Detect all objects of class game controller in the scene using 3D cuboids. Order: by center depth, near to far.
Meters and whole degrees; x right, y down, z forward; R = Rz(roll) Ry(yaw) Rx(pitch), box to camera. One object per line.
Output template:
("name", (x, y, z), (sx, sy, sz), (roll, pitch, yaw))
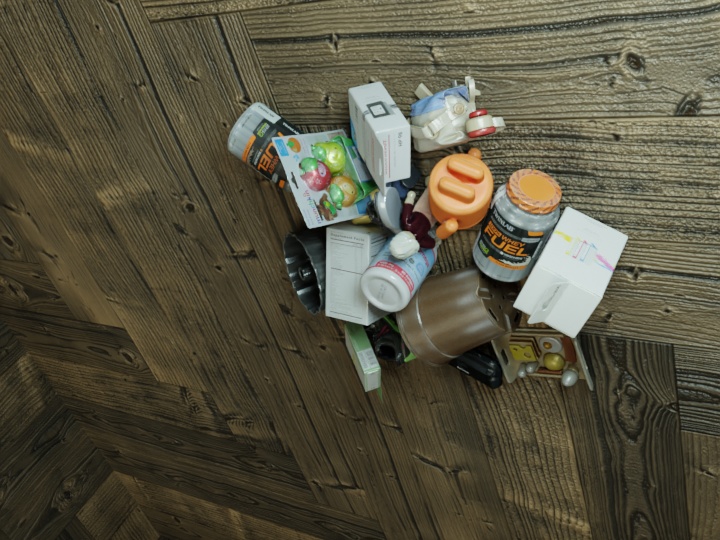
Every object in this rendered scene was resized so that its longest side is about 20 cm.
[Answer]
("game controller", (0.239, 0.202, 1.827), (0.200, 0.042, 0.104), (28, 157, 32))

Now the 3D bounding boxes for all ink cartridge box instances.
("ink cartridge box", (0.374, 0.011, 1.426), (0.125, 0.200, 0.129), (28, 141, 11))
("ink cartridge box", (0.041, -0.239, 1.439), (0.116, 0.067, 0.200), (86, 165, -44))
("ink cartridge box", (0.009, 0.232, 1.954), (0.200, 0.048, 0.146), (88, 161, -55))

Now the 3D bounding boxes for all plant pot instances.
("plant pot", (0.212, 0.082, 1.639), (0.198, 0.200, 0.200), (-22, 114, 39))

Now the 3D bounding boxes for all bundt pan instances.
("bundt pan", (-0.103, -0.004, 1.819), (0.202, 0.076, 0.202), (51, 152, 41))

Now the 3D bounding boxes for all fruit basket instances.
("fruit basket", (-0.061, -0.182, 1.515), (0.094, 0.200, 0.185), (-26, 83, 37))

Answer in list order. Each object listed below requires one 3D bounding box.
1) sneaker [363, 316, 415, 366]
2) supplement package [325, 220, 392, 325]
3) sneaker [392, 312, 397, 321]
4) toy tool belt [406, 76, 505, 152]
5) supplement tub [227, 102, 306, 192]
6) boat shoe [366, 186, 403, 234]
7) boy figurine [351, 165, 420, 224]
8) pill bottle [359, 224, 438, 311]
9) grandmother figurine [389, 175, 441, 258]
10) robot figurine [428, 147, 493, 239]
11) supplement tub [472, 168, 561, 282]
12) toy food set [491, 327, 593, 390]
("sneaker", (0.056, 0.163, 1.881), (0.200, 0.084, 0.077), (30, 151, 53))
("supplement package", (0.000, 0.000, 1.709), (0.114, 0.110, 0.200), (12, 110, 30))
("sneaker", (0.107, 0.085, 1.775), (0.104, 0.060, 0.200), (-16, 147, 32))
("toy tool belt", (0.153, -0.278, 1.361), (0.200, 0.125, 0.123), (-2, 102, 66))
("supplement tub", (-0.163, -0.244, 1.635), (0.200, 0.123, 0.123), (35, 141, 2))
("boat shoe", (0.044, -0.113, 1.515), (0.066, 0.070, 0.200), (5, 174, 15))
("boy figurine", (0.046, -0.147, 1.622), (0.124, 0.064, 0.200), (42, 142, -1))
("pill bottle", (0.089, -0.018, 1.610), (0.109, 0.200, 0.109), (20, 139, 19))
("grandmother figurine", (0.115, -0.092, 1.516), (0.121, 0.200, 0.061), (48, 140, -14))
("robot figurine", (0.180, -0.139, 1.441), (0.116, 0.144, 0.200), (-15, 168, 3))
("supplement tub", (0.289, -0.083, 1.459), (0.122, 0.123, 0.200), (27, 140, 11))
("toy food set", (0.391, 0.197, 1.711), (0.200, 0.060, 0.144), (-1, 128, 37))
